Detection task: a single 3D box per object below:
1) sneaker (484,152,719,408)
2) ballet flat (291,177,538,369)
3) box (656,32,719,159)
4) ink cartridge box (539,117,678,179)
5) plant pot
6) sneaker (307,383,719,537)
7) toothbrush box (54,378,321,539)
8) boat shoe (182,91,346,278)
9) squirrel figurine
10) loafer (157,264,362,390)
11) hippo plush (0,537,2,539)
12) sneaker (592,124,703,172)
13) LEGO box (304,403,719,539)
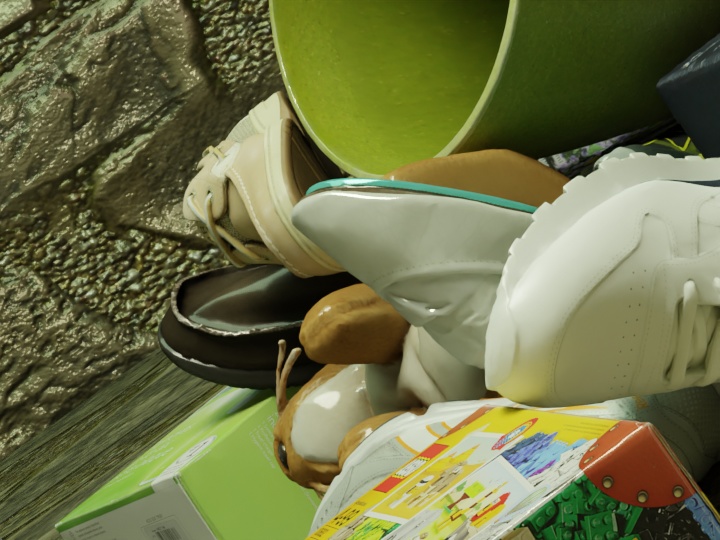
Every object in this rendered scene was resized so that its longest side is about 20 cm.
[{"bbox_3d":[0.122,0.007,0.949,0.200,0.080,0.077,-19,-48,-42],"label":"sneaker"},{"bbox_3d":[0.072,0.010,1.063,0.200,0.070,0.069,8,-5,-13],"label":"ballet flat"},{"bbox_3d":[0.252,-0.097,1.094,0.200,0.117,0.197,-38,6,-17],"label":"box"},{"bbox_3d":[0.151,-0.097,1.473,0.200,0.050,0.109,-28,-5,-13],"label":"ink cartridge box"},{"bbox_3d":[0.093,-0.130,1.237,0.200,0.187,0.187,0,-17,-34],"label":"plant pot"},{"bbox_3d":[0.045,0.087,1.024,0.200,0.076,0.092,-34,10,31],"label":"sneaker"},{"bbox_3d":[-0.030,0.090,1.400,0.200,0.086,0.146,-37,6,-31],"label":"toothbrush box"},{"bbox_3d":[-0.042,-0.028,1.263,0.065,0.072,0.200,-34,15,4],"label":"boat shoe"},{"bbox_3d":[0.059,0.039,1.204,0.200,0.142,0.187,-22,-14,-36],"label":"squirrel figurine"},{"bbox_3d":[0.000,0.000,1.323,0.200,0.071,0.073,-10,34,5],"label":"loafer"},{"bbox_3d":[-0.169,0.172,1.119,0.200,0.161,0.159,-32,6,39],"label":"hippo plush"},{"bbox_3d":[0.165,-0.047,1.432,0.085,0.075,0.200,-35,5,-3],"label":"sneaker"},{"bbox_3d":[0.024,0.115,0.852,0.149,0.077,0.200,-37,5,-9],"label":"LEGO box"}]
